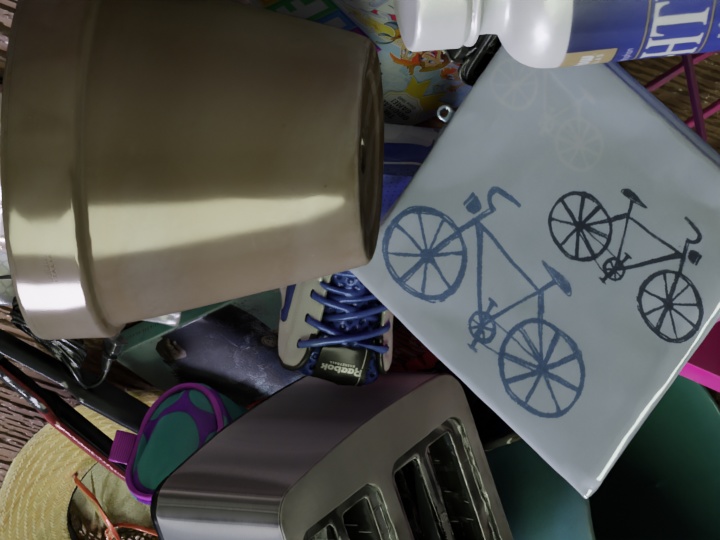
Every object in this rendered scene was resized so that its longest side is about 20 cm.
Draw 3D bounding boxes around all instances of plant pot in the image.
[{"bbox_3d":[0.134,0.165,1.718,0.161,0.201,0.200,-14,143,35],"label":"plant pot"},{"bbox_3d":[-0.079,-0.062,1.380,0.173,0.201,0.200,1,144,8],"label":"plant pot"}]

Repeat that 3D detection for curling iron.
[{"bbox_3d":[0.062,-0.076,1.448,0.049,0.026,0.200,-18,144,-16],"label":"curling iron"}]

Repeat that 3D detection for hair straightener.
[{"bbox_3d":[-0.181,0.051,1.637,0.077,0.041,0.200,-41,121,10],"label":"hair straightener"}]

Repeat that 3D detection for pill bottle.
[{"bbox_3d":[0.117,-0.160,1.300,0.199,0.120,0.120,-7,145,-7],"label":"pill bottle"}]

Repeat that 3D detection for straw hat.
[{"bbox_3d":[-0.153,0.147,1.769,0.200,0.085,0.202,-4,115,-8],"label":"straw hat"}]

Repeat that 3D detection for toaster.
[{"bbox_3d":[-0.014,0.157,1.569,0.118,0.181,0.201,-2,113,43],"label":"toaster"}]

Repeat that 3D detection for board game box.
[{"bbox_3d":[0.015,-0.158,1.401,0.134,0.034,0.200,-21,139,28],"label":"board game box"}]

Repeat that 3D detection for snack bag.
[{"bbox_3d":[0.104,-0.016,1.374,0.021,0.189,0.200,-13,141,-56],"label":"snack bag"}]

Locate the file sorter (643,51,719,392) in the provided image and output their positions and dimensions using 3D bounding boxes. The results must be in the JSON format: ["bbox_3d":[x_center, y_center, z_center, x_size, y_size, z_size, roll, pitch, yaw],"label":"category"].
[{"bbox_3d":[0.198,-0.034,1.461,0.200,0.139,0.125,23,140,-38],"label":"file sorter"}]

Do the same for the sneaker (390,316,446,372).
[{"bbox_3d":[0.050,0.000,1.591,0.098,0.071,0.200,36,135,-29],"label":"sneaker"}]

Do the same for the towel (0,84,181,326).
[{"bbox_3d":[-0.180,-0.037,1.572,0.199,0.032,0.191,8,143,-12],"label":"towel"}]

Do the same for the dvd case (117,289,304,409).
[{"bbox_3d":[-0.040,0.069,1.725,0.146,0.022,0.200,-24,138,30],"label":"dvd case"}]

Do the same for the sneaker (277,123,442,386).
[{"bbox_3d":[0.000,0.000,1.523,0.080,0.116,0.199,4,157,-16],"label":"sneaker"}]

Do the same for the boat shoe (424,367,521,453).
[{"bbox_3d":[0.062,0.086,1.633,0.066,0.070,0.200,-4,175,-43],"label":"boat shoe"}]

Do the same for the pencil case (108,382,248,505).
[{"bbox_3d":[-0.057,0.145,1.675,0.092,0.085,0.200,-1,153,43],"label":"pencil case"}]
